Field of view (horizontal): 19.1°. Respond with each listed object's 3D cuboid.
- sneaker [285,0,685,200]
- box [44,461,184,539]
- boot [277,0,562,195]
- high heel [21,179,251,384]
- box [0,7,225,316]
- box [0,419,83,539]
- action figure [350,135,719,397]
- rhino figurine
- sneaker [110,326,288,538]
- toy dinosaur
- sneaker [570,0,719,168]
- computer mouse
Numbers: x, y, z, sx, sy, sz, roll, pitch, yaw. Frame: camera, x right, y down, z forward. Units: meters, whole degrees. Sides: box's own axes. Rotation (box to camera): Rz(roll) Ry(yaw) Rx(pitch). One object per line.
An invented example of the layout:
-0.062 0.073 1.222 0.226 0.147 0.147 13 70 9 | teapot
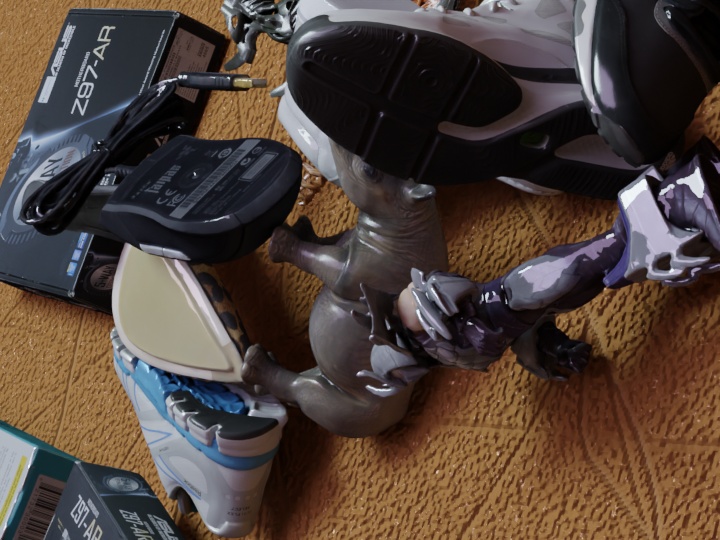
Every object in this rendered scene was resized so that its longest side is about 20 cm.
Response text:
0.050 -0.100 1.022 0.116 0.200 0.076 -106 35 -48 | sneaker
-0.135 0.223 1.171 0.200 0.043 0.161 44 114 54 | box
0.037 -0.071 1.118 0.200 0.073 0.096 39 128 33 | boot
-0.087 0.004 1.236 0.200 0.142 0.072 40 113 34 | high heel
-0.179 -0.077 1.447 0.160 0.043 0.201 13 80 55 | box
-0.250 0.139 1.404 0.200 0.049 0.083 16 82 56 | box
0.081 0.011 0.972 0.200 0.130 0.070 -29 77 23 | action figure
0.000 0.000 1.084 0.060 0.087 0.201 -51 -22 -57 | rhino figurine
-0.099 0.090 1.219 0.200 0.075 0.087 -132 43 -64 | sneaker
-0.006 -0.141 1.216 0.135 0.102 0.200 10 55 38 | toy dinosaur
0.161 -0.135 0.959 0.087 0.076 0.200 -13 40 42 | sneaker
-0.080 -0.054 1.157 0.199 0.046 0.141 4 43 46 | computer mouse
